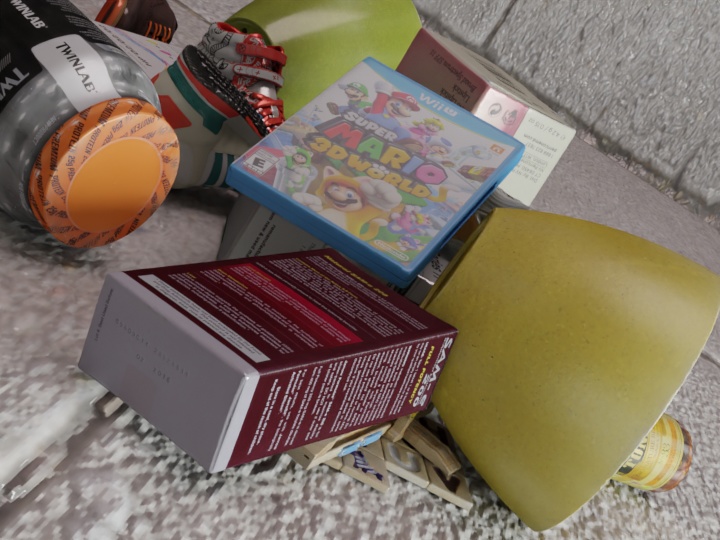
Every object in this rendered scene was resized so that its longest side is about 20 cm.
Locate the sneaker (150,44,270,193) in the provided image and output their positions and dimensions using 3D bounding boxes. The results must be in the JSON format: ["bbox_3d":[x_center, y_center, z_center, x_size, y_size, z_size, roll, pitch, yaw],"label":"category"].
[{"bbox_3d":[-0.122,-0.095,1.065,0.071,0.093,0.200,57,5,26],"label":"sneaker"}]

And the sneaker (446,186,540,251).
[{"bbox_3d":[0.087,-0.036,1.042,0.200,0.076,0.088,44,2,24],"label":"sneaker"}]

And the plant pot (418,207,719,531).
[{"bbox_3d":[0.113,0.042,0.873,0.142,0.201,0.200,37,16,0],"label":"plant pot"}]

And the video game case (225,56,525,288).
[{"bbox_3d":[0.017,-0.076,0.957,0.142,0.018,0.200,30,40,12],"label":"video game case"}]

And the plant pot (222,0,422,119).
[{"bbox_3d":[-0.062,-0.223,1.437,0.187,0.188,0.199,39,32,22],"label":"plant pot"}]

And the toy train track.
[{"bbox_3d":[0.008,0.085,0.843,0.114,0.033,0.200,38,17,16],"label":"toy train track"}]

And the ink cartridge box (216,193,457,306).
[{"bbox_3d":[0.000,0.000,1.011,0.199,0.083,0.147,31,16,-12],"label":"ink cartridge box"}]

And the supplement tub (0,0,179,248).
[{"bbox_3d":[-0.207,-0.110,0.859,0.200,0.123,0.122,42,18,31],"label":"supplement tub"}]

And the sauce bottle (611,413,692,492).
[{"bbox_3d":[0.167,0.118,1.033,0.199,0.066,0.066,20,20,-34],"label":"sauce bottle"}]

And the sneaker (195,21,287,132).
[{"bbox_3d":[-0.092,-0.139,1.200,0.067,0.108,0.201,13,26,-51],"label":"sneaker"}]

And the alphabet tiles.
[{"bbox_3d":[-0.019,0.083,0.868,0.199,0.008,0.167,29,16,-15],"label":"alphabet tiles"}]

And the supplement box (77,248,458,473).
[{"bbox_3d":[-0.045,0.043,0.765,0.108,0.061,0.199,33,23,29],"label":"supplement box"}]

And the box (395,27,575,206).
[{"bbox_3d":[0.064,-0.080,1.157,0.108,0.201,0.128,21,18,-36],"label":"box"}]

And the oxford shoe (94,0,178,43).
[{"bbox_3d":[-0.218,-0.253,1.367,0.072,0.071,0.200,35,15,-10],"label":"oxford shoe"}]

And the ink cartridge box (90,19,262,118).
[{"bbox_3d":[-0.185,-0.141,1.094,0.115,0.068,0.199,41,17,26],"label":"ink cartridge box"}]
